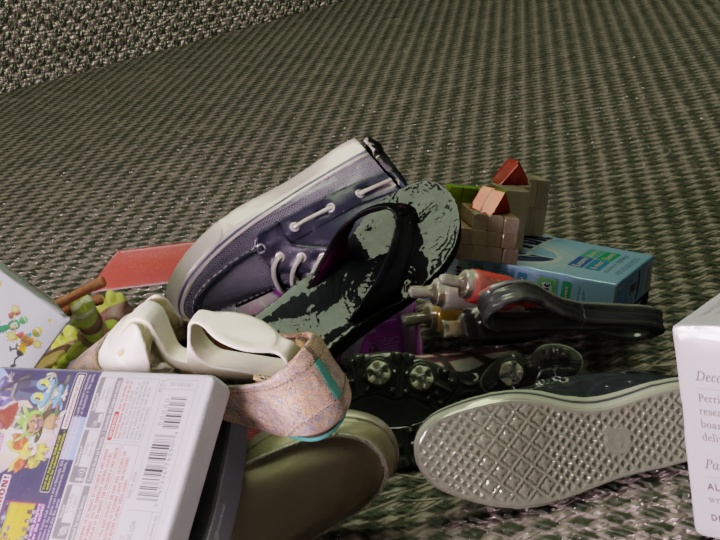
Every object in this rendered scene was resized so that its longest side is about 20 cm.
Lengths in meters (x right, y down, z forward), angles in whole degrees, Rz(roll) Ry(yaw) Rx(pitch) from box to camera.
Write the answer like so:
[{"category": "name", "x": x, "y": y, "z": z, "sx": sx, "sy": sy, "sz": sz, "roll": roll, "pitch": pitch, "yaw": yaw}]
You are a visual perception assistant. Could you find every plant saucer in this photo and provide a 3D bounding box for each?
[{"category": "plant saucer", "x": -0.120, "y": -0.012, "z": 1.582, "sx": 0.198, "sy": 0.037, "sz": 0.199, "roll": -7, "pitch": 0, "yaw": 21}]

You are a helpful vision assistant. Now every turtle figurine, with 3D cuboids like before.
[{"category": "turtle figurine", "x": -0.220, "y": 0.069, "z": 1.299, "sx": 0.064, "sy": 0.201, "sz": 0.161, "roll": 36, "pitch": 21, "yaw": -1}]

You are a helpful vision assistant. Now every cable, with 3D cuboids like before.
[{"category": "cable", "x": 0.131, "y": 0.020, "z": 1.174, "sx": 0.198, "sy": 0.051, "sz": 0.097, "roll": -3, "pitch": -21, "yaw": -25}]

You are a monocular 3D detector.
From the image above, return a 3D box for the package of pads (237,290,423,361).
[{"category": "package of pads", "x": -0.040, "y": 0.042, "z": 1.369, "sx": 0.119, "sy": 0.077, "sz": 0.200, "roll": -13, "pitch": 17, "yaw": -18}]

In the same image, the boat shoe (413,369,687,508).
[{"category": "boat shoe", "x": 0.126, "y": 0.102, "z": 1.075, "sx": 0.198, "sy": 0.075, "sz": 0.062, "roll": -8, "pitch": 10, "yaw": -14}]

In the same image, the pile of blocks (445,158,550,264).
[{"category": "pile of blocks", "x": 0.098, "y": -0.054, "z": 1.322, "sx": 0.081, "sy": 0.063, "sz": 0.200, "roll": 11, "pitch": 12, "yaw": 12}]

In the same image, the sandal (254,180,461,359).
[{"category": "sandal", "x": 0.000, "y": 0.001, "z": 1.172, "sx": 0.075, "sy": 0.048, "sz": 0.200, "roll": 31, "pitch": 60, "yaw": 27}]

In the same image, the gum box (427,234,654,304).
[{"category": "gum box", "x": 0.118, "y": 0.000, "z": 1.346, "sx": 0.198, "sy": 0.045, "sz": 0.170, "roll": 11, "pitch": 11, "yaw": 18}]

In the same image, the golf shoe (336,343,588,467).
[{"category": "golf shoe", "x": 0.059, "y": 0.091, "z": 1.180, "sx": 0.198, "sy": 0.078, "sz": 0.088, "roll": -3, "pitch": 0, "yaw": 2}]

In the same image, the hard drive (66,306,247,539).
[{"category": "hard drive", "x": -0.128, "y": 0.114, "z": 1.010, "sx": 0.134, "sy": 0.043, "sz": 0.201, "roll": -19, "pitch": 36, "yaw": 16}]

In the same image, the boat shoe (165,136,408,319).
[{"category": "boat shoe", "x": -0.042, "y": -0.010, "z": 1.252, "sx": 0.199, "sy": 0.075, "sz": 0.093, "roll": -37, "pitch": 59, "yaw": -7}]

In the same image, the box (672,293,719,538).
[{"category": "box", "x": 0.313, "y": 0.065, "z": 0.975, "sx": 0.199, "sy": 0.132, "sz": 0.198, "roll": 3, "pitch": 19, "yaw": 38}]

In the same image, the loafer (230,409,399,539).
[{"category": "loafer", "x": -0.067, "y": 0.148, "z": 1.032, "sx": 0.198, "sy": 0.076, "sz": 0.068, "roll": -23, "pitch": 29, "yaw": 3}]

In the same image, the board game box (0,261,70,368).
[{"category": "board game box", "x": -0.280, "y": 0.089, "z": 1.132, "sx": 0.201, "sy": 0.064, "sz": 0.147, "roll": -55, "pitch": 14, "yaw": -5}]

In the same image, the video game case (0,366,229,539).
[{"category": "video game case", "x": -0.173, "y": 0.149, "z": 0.935, "sx": 0.181, "sy": 0.202, "sz": 0.023, "roll": 0, "pitch": -26, "yaw": 31}]

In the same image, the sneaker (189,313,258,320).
[{"category": "sneaker", "x": -0.099, "y": 0.074, "z": 1.252, "sx": 0.075, "sy": 0.082, "sz": 0.199, "roll": -7, "pitch": -1, "yaw": -42}]

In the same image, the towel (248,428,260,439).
[{"category": "towel", "x": -0.126, "y": 0.136, "z": 1.149, "sx": 0.198, "sy": 0.023, "sz": 0.144, "roll": -8, "pitch": 17, "yaw": -24}]

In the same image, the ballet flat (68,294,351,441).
[{"category": "ballet flat", "x": -0.095, "y": 0.048, "z": 0.979, "sx": 0.198, "sy": 0.068, "sz": 0.068, "roll": 4, "pitch": 43, "yaw": 29}]
